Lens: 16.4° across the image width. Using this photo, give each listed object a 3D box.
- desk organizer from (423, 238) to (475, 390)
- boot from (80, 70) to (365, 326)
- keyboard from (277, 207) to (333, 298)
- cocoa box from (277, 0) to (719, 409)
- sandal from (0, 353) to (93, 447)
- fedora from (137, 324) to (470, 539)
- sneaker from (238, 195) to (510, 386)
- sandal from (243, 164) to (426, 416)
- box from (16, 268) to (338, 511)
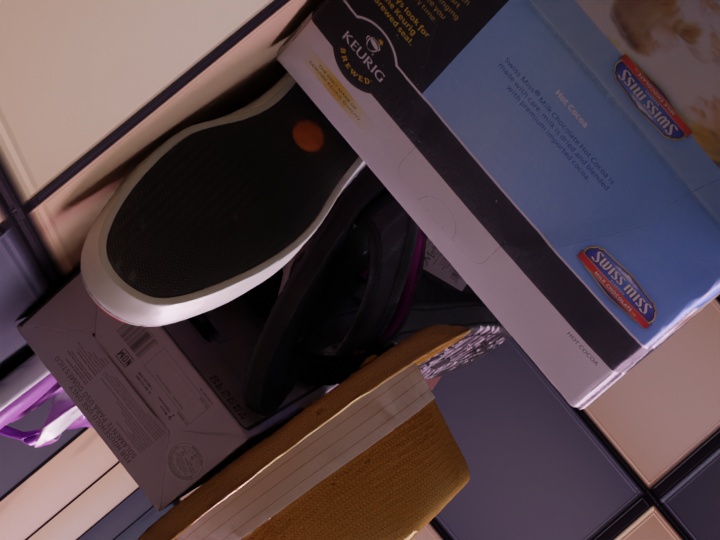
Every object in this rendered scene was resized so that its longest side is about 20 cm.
[{"bbox_3d":[0.023,0.043,1.401,0.200,0.072,0.077,-55,157,-14],"label":"desk organizer"},{"bbox_3d":[-0.062,-0.022,1.120,0.200,0.072,0.144,-42,178,-35],"label":"boot"},{"bbox_3d":[0.015,-0.034,1.235,0.200,0.011,0.056,-43,151,-43],"label":"keyboard"},{"bbox_3d":[0.093,-0.074,1.043,0.133,0.200,0.131,-36,174,-43],"label":"cocoa box"},{"bbox_3d":[-0.143,0.057,1.319,0.202,0.050,0.082,-35,173,-47],"label":"sandal"},{"bbox_3d":[-0.014,0.107,1.173,0.200,0.082,0.201,-36,176,-3],"label":"fedora"},{"bbox_3d":[-0.002,0.002,1.284,0.060,0.105,0.199,-37,160,32],"label":"sneaker"},{"bbox_3d":[0.013,-0.013,1.171,0.201,0.048,0.075,-54,162,-17],"label":"sandal"},{"bbox_3d":[-0.078,0.039,1.254,0.060,0.117,0.200,-40,176,18],"label":"box"}]
